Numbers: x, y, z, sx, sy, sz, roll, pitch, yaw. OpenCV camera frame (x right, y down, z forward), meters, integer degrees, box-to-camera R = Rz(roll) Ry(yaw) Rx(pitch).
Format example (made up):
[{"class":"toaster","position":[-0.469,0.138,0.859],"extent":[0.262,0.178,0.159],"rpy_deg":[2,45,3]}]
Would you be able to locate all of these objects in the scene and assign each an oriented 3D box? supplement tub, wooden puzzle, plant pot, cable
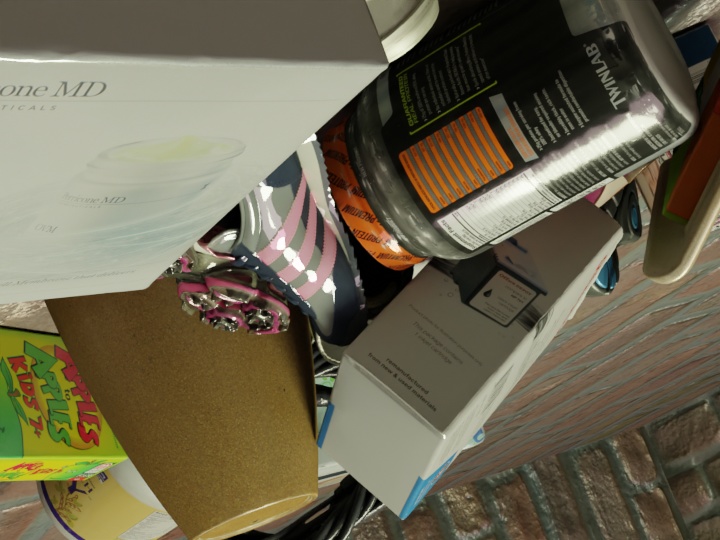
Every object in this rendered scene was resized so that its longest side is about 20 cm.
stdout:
[{"class":"supplement tub","position":[-0.187,0.156,1.168],"extent":[0.144,0.147,0.200],"rpy_deg":[-8,159,-40]},{"class":"wooden puzzle","position":[0.218,-0.111,0.763],"extent":[0.202,0.037,0.185],"rpy_deg":[-65,177,30]},{"class":"plant pot","position":[-0.103,0.077,0.918],"extent":[0.184,0.202,0.187],"rpy_deg":[-20,165,-6]},{"class":"supplement tub","position":[0.083,-0.087,0.761],"extent":[0.198,0.124,0.122],"rpy_deg":[-28,163,25]},{"class":"cable","position":[-0.052,0.155,1.062],"extent":[0.198,0.164,0.051],"rpy_deg":[-30,-152,-4]}]

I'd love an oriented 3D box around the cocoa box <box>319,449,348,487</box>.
[{"class":"cocoa box","position":[-0.080,0.150,1.313],"extent":[0.198,0.135,0.131],"rpy_deg":[-8,161,-39]}]

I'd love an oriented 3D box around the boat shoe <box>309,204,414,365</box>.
[{"class":"boat shoe","position":[0.001,0.000,0.924],"extent":[0.071,0.067,0.203],"rpy_deg":[13,130,-7]}]

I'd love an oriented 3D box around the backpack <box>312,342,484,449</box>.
[{"class":"backpack","position":[0.014,0.089,1.180],"extent":[0.197,0.153,0.177],"rpy_deg":[-9,-163,-15]}]

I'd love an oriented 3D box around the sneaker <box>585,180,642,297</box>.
[{"class":"sneaker","position":[0.182,-0.039,1.097],"extent":[0.081,0.074,0.200],"rpy_deg":[-9,-162,28]}]

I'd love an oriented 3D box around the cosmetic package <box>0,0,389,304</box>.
[{"class":"cosmetic package","position":[-0.133,-0.078,0.510],"extent":[0.197,0.124,0.200],"rpy_deg":[-7,158,-43]}]

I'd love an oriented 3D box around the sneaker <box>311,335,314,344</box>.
[{"class":"sneaker","position":[-0.119,0.073,1.068],"extent":[0.198,0.074,0.080],"rpy_deg":[-22,156,-36]}]

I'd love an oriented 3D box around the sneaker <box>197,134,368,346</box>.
[{"class":"sneaker","position":[-0.054,-0.021,0.764],"extent":[0.081,0.070,0.202],"rpy_deg":[-31,130,-13]}]

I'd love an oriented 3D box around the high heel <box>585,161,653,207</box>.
[{"class":"high heel","position":[0.163,-0.101,0.947],"extent":[0.067,0.096,0.200],"rpy_deg":[-39,176,-6]}]

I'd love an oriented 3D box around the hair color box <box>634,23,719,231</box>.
[{"class":"hair color box","position":[0.246,-0.093,0.998],"extent":[0.060,0.101,0.200],"rpy_deg":[-22,164,3]}]

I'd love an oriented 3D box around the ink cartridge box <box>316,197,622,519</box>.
[{"class":"ink cartridge box","position":[0.070,0.045,0.870],"extent":[0.200,0.085,0.147],"rpy_deg":[-47,167,-28]}]

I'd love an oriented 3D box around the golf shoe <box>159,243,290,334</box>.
[{"class":"golf shoe","position":[-0.109,-0.035,0.790],"extent":[0.072,0.093,0.200],"rpy_deg":[-6,154,33]}]

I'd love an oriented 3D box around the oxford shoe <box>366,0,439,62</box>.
[{"class":"oxford shoe","position":[-0.056,-0.108,0.643],"extent":[0.198,0.076,0.058],"rpy_deg":[-21,125,29]}]

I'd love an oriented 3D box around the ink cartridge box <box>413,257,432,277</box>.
[{"class":"ink cartridge box","position":[0.076,-0.041,1.009],"extent":[0.198,0.069,0.116],"rpy_deg":[-29,163,23]}]

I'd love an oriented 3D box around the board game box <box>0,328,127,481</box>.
[{"class":"board game box","position":[-0.256,0.099,0.969],"extent":[0.047,0.103,0.200],"rpy_deg":[-26,164,17]}]
